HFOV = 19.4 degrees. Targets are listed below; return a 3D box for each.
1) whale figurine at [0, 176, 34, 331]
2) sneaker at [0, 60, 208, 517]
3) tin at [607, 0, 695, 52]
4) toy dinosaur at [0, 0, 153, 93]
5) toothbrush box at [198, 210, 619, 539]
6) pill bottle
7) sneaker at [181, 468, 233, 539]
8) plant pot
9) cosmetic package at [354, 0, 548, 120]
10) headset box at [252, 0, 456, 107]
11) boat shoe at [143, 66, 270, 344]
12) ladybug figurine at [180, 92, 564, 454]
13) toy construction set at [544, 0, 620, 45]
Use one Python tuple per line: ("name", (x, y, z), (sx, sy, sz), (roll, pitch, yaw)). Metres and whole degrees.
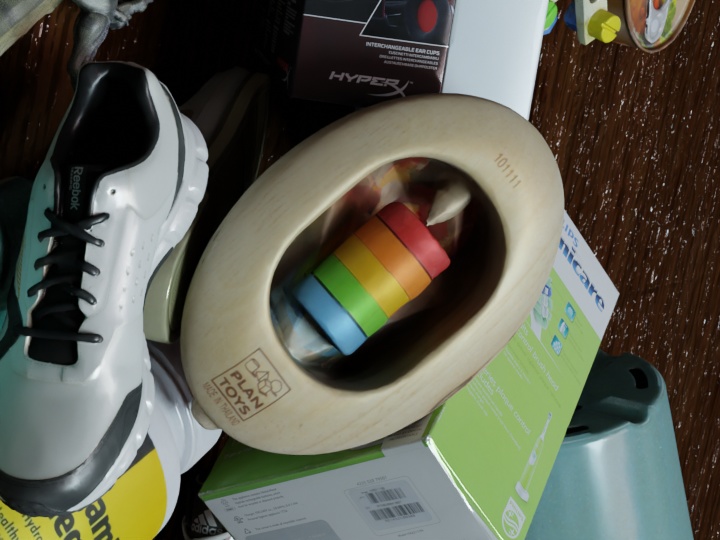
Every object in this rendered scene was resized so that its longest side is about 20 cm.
("whale figurine", (-0.182, -0.005, 0.845), (0.200, 0.104, 0.160), (11, 93, -62))
("sneaker", (-0.118, 0.002, 0.865), (0.080, 0.073, 0.201), (73, 24, -61))
("tin", (0.196, -0.246, 1.397), (0.112, 0.042, 0.201), (-14, 115, -51))
("toy dinosaur", (-0.124, -0.125, 0.926), (0.200, 0.047, 0.088), (-66, 148, -32))
("toothbrush box", (0.029, 0.061, 1.069), (0.086, 0.145, 0.200), (55, 40, -23))
("pill bottle", (-0.153, 0.098, 0.929), (0.200, 0.112, 0.113), (-41, 136, -42))
("sneaker", (-0.093, 0.174, 1.115), (0.201, 0.075, 0.116), (-45, 131, -50))
("plant pot", (0.129, 0.164, 1.350), (0.200, 0.200, 0.197), (-33, 121, -47))
("cosmetic package", (0.043, -0.109, 1.089), (0.200, 0.051, 0.151), (-127, -137, -73))
("headset box", (0.005, -0.187, 1.012), (0.149, 0.075, 0.201), (-128, -135, -74))
("boat shoe", (-0.093, -0.043, 0.996), (0.200, 0.068, 0.075), (-66, 165, -57))
("ladybug figurine", (0.000, 0.000, 0.955), (0.200, 0.072, 0.136), (-37, 106, -5))
("toy construction set", (0.108, -0.225, 1.212), (0.131, 0.092, 0.201), (-12, 111, -43))
